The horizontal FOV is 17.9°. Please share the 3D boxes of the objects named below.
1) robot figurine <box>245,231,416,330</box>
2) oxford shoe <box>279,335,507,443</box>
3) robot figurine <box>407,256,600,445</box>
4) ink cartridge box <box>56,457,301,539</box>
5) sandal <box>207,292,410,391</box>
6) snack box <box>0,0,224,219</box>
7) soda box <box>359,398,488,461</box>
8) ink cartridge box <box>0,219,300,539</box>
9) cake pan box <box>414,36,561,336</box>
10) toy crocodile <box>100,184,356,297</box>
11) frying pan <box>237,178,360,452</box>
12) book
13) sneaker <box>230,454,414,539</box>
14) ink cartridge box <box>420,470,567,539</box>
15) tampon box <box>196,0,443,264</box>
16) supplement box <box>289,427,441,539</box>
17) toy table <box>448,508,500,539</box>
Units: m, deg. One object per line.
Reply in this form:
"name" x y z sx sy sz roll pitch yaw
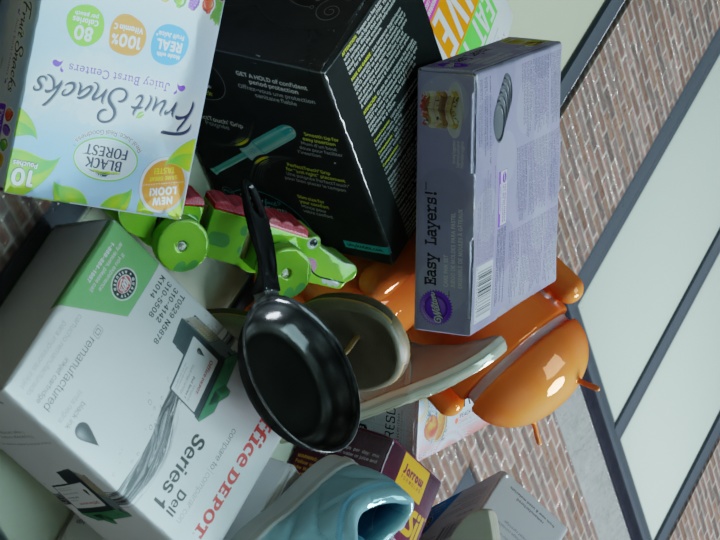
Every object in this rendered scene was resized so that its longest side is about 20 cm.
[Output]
"robot figurine" -0.001 0.000 1.736 0.200 0.117 0.144 -42 155 -23
"oxford shoe" 0.017 0.081 1.778 0.075 0.199 0.058 -13 85 -75
"robot figurine" 0.103 0.045 1.849 0.144 0.200 0.117 -39 170 -11
"ink cartridge box" -0.107 0.230 1.654 0.145 0.147 0.200 -60 147 -25
"sandal" -0.052 0.063 1.623 0.054 0.199 0.080 -55 132 -45
"snack box" -0.163 -0.142 1.463 0.142 0.053 0.201 8 96 -40
"soda box" 0.074 0.105 1.983 0.200 0.068 0.064 -20 116 -55
"ink cartridge box" -0.153 0.085 1.511 0.200 0.084 0.146 45 60 -28
"cake pan box" 0.096 -0.062 1.667 0.184 0.052 0.201 -28 121 -60
"toy crocodile" -0.092 -0.028 1.593 0.199 0.068 0.062 15 103 -26
"frying pan" -0.062 0.039 1.528 0.190 0.031 0.115 59 31 -2
"book" 0.061 -0.223 1.858 0.134 0.048 0.200 -66 147 -25
"sneaker" -0.034 0.199 1.533 0.200 0.082 0.074 -49 140 -36
"ink cartridge box" 0.071 0.287 1.966 0.084 0.145 0.200 42 56 -9
"tampon box" -0.032 -0.127 1.628 0.126 0.150 0.200 -57 146 -30
"supplement box" -0.022 0.235 1.858 0.110 0.085 0.200 45 63 -55
"toy table" 0.057 0.272 1.649 0.200 0.117 0.184 -12 90 -72
